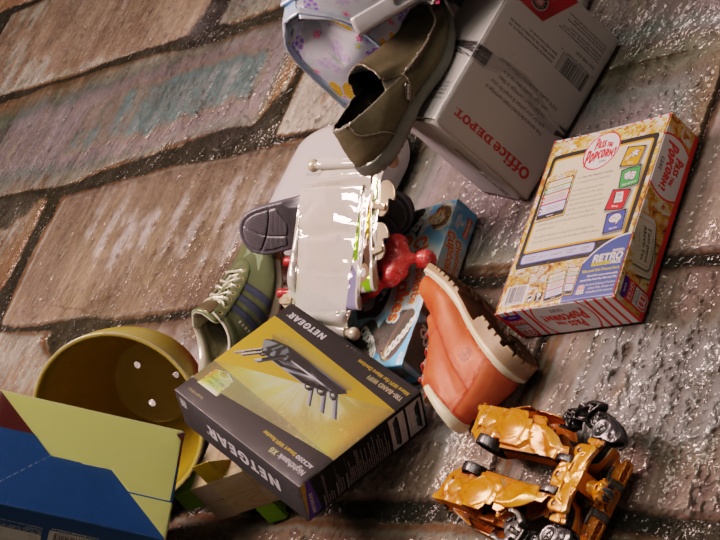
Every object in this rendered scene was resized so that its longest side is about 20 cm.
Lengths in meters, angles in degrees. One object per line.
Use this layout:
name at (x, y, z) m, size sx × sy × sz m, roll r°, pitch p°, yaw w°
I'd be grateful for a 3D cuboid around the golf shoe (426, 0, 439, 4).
golf shoe at (0.139, -0.347, 1.976) m, size 0.087 × 0.077 × 0.201 m, roll -4°, pitch 55°, yaw 27°

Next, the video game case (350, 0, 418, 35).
video game case at (0.072, -0.297, 1.732) m, size 0.181 × 0.023 × 0.200 m, roll -30°, pitch 6°, yaw 5°

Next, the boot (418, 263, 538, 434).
boot at (0.085, 0.071, 1.603) m, size 0.107 × 0.075 × 0.200 m, roll -50°, pitch 31°, yaw 13°

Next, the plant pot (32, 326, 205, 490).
plant pot at (-0.250, 0.145, 1.892) m, size 0.200 × 0.200 × 0.142 m, roll -40°, pitch 4°, yaw 20°

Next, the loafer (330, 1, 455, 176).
loafer at (0.032, -0.191, 1.659) m, size 0.075 × 0.069 × 0.201 m, roll -11°, pitch 49°, yaw 52°

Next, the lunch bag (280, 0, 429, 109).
lunch bag at (-0.007, -0.298, 1.978) m, size 0.127 × 0.200 × 0.171 m, roll -30°, pitch 36°, yaw 33°

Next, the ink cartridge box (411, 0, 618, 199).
ink cartridge box at (0.150, -0.194, 1.713) m, size 0.201 × 0.144 × 0.084 m, roll -59°, pitch 29°, yaw -12°

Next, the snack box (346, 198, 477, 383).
snack box at (0.044, 0.026, 1.734) m, size 0.116 × 0.037 × 0.201 m, roll -14°, pitch 48°, yaw 47°

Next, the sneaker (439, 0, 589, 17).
sneaker at (0.150, -0.281, 1.816) m, size 0.199 × 0.129 × 0.080 m, roll -44°, pitch 32°, yaw 13°

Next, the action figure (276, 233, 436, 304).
action figure at (0.000, 0.000, 1.738) m, size 0.199 × 0.052 × 0.066 m, roll -11°, pitch 55°, yaw 44°

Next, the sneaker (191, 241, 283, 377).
sneaker at (-0.140, 0.044, 1.831) m, size 0.067 × 0.089 × 0.202 m, roll -20°, pitch 60°, yaw 50°

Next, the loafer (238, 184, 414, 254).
loafer at (-0.032, -0.061, 1.796) m, size 0.198 × 0.073 × 0.063 m, roll -7°, pitch 13°, yaw 21°

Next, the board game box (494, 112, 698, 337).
board game box at (0.219, -0.041, 1.558) m, size 0.151 × 0.046 × 0.201 m, roll -10°, pitch 50°, yaw 49°

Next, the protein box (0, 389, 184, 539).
protein box at (-0.303, 0.255, 1.740) m, size 0.201 × 0.197 × 0.136 m, roll 113°, pitch 168°, yaw -47°

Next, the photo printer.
photo printer at (-0.034, -0.083, 1.920) m, size 0.166 × 0.069 × 0.201 m, roll 2°, pitch 60°, yaw 54°

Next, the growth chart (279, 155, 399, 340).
growth chart at (-0.024, -0.025, 1.717) m, size 0.144 × 0.018 × 0.202 m, roll 12°, pitch 91°, yaw 44°

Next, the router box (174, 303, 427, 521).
router box at (-0.059, 0.133, 1.629) m, size 0.157 × 0.053 × 0.199 m, roll -37°, pitch 46°, yaw -25°

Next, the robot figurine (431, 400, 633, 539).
robot figurine at (0.151, 0.174, 1.417) m, size 0.199 × 0.058 × 0.146 m, roll 8°, pitch 65°, yaw 57°

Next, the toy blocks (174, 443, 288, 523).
toy blocks at (-0.086, 0.170, 1.723) m, size 0.199 × 0.100 × 0.137 m, roll -22°, pitch 31°, yaw 35°
